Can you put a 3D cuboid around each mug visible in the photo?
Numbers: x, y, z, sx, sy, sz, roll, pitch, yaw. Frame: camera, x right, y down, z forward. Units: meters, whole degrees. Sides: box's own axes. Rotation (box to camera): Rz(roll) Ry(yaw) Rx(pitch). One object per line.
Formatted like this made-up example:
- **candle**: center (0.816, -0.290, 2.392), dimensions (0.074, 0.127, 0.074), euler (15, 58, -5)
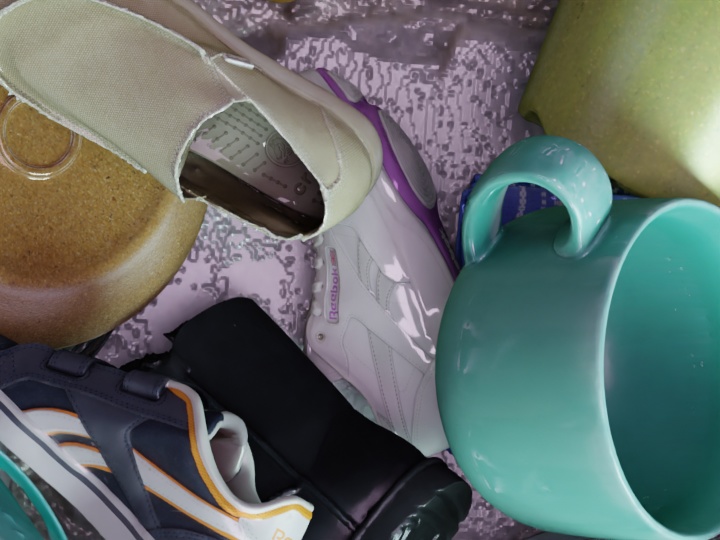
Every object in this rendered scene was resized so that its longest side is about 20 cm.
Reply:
- **mug**: center (0.104, 0.029, 1.057), dimensions (0.152, 0.114, 0.185), euler (-8, 94, -48)

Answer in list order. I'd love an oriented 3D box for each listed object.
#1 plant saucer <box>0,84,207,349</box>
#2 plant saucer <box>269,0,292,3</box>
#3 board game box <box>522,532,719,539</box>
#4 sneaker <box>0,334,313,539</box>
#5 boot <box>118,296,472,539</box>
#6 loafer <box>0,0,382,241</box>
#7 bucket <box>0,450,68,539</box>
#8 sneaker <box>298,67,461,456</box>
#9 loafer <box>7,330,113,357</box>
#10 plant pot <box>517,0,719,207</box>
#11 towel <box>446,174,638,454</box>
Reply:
- **plant saucer**: center (-0.156, -0.063, 1.087), dimensions (0.200, 0.035, 0.200), euler (3, 83, -25)
- **plant saucer**: center (-0.099, -0.239, 1.079), dimensions (0.200, 0.048, 0.200), euler (15, 106, -5)
- **board game box**: center (0.139, 0.165, 1.100), dimensions (0.147, 0.200, 0.064), euler (-19, 97, -7)
- **sneaker**: center (-0.102, 0.076, 1.034), dimensions (0.200, 0.078, 0.079), euler (40, 90, 22)
- **boot**: center (-0.069, 0.124, 1.087), dimensions (0.168, 0.076, 0.200), euler (35, 76, 28)
- **loafer**: center (-0.082, -0.076, 1.042), dimensions (0.200, 0.068, 0.076), euler (24, 119, -9)
- **bucket**: center (-0.221, 0.168, 1.046), dimensions (0.207, 0.135, 0.207), euler (-11, 119, -21)
- **sneaker**: center (0.000, 0.000, 1.129), dimensions (0.100, 0.075, 0.200), euler (-25, 88, 16)
- **loafer**: center (-0.203, 0.056, 1.106), dimensions (0.200, 0.063, 0.072), euler (-28, 97, -6)
- **plant pot**: center (0.174, -0.123, 1.101), dimensions (0.200, 0.200, 0.184), euler (26, 101, -10)
- **towel**: center (0.142, 0.030, 1.180), dimensions (0.200, 0.024, 0.145), euler (4, 95, -9)
